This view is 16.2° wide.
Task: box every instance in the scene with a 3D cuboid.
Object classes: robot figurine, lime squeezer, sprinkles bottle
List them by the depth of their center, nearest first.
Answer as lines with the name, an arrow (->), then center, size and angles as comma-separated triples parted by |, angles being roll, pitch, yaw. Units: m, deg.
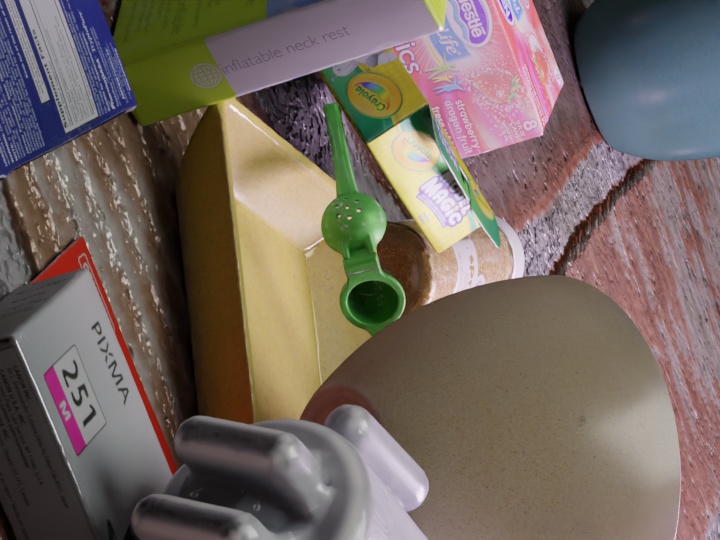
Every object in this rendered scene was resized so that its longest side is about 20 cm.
robot figurine -> -0.023, 0.144, 1.124 | 0.170, 0.113, 0.200 | -60, 139, -22
lime squeezer -> 0.000, 0.000, 1.415 | 0.071, 0.038, 0.200 | 140, -64, -77
sprinkles bottle -> 0.046, -0.001, 1.615 | 0.200, 0.068, 0.068 | -9, 83, -70

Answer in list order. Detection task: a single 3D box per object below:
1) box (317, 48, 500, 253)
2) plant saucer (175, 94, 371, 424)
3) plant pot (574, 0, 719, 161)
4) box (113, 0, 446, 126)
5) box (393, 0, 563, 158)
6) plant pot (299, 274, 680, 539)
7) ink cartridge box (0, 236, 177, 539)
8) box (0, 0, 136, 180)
box -> 0.015, -0.097, 1.519 | 0.200, 0.048, 0.117 | 56, 0, 43
plant saucer -> -0.043, 0.030, 1.380 | 0.200, 0.048, 0.200 | 37, 42, -59
plant pot -> 0.287, -0.189, 2.273 | 0.201, 0.161, 0.201 | -16, 90, -71
box -> -0.030, -0.155, 1.329 | 0.122, 0.200, 0.048 | -83, 151, -47
box -> 0.058, -0.186, 1.749 | 0.103, 0.095, 0.200 | -62, 133, -62
plant pot -> 0.044, 0.102, 1.266 | 0.134, 0.200, 0.200 | 0, 72, -34
ink cartridge box -> -0.107, 0.094, 1.165 | 0.174, 0.044, 0.200 | -51, 123, -65
box -> -0.169, -0.109, 1.166 | 0.200, 0.032, 0.121 | -44, 116, -70
